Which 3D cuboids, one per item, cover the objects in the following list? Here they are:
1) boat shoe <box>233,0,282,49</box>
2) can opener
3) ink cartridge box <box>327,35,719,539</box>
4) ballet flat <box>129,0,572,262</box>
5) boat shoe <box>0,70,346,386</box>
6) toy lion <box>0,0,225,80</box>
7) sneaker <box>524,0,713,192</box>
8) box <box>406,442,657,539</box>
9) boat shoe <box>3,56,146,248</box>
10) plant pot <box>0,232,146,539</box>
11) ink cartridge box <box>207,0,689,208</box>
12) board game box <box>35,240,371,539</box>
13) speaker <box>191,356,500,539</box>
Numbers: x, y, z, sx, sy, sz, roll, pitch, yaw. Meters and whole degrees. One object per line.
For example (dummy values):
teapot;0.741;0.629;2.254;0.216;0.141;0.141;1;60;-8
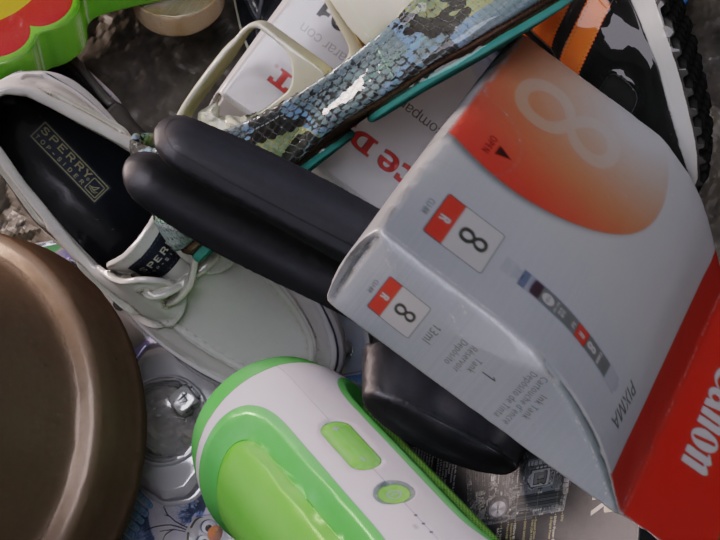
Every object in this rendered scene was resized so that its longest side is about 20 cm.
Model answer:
boat shoe;-0.033;-0.154;0.944;0.074;0.062;0.201;-21;74;1
can opener;0.000;0.000;0.760;0.063;0.200;0.079;-39;25;36
ink cartridge box;0.104;0.015;0.739;0.200;0.050;0.162;34;40;2
ballet flat;-0.011;-0.081;0.778;0.200;0.074;0.074;-34;70;13
boat shoe;-0.087;-0.013;0.854;0.072;0.066;0.200;-43;94;5
toy lion;-0.171;-0.168;0.933;0.191;0.069;0.201;-14;57;-7
sneaker;0.082;-0.117;0.819;0.090;0.070;0.201;-19;101;18
box;0.060;0.147;0.788;0.160;0.043;0.201;-18;54;42
boat shoe;-0.150;-0.070;0.926;0.067;0.057;0.200;-40;62;-11
plant pot;-0.220;0.063;0.833;0.200;0.175;0.201;-7;74;26
ink cartridge box;0.046;-0.108;0.880;0.146;0.086;0.200;37;80;-5
board game box;-0.091;0.069;0.908;0.199;0.026;0.201;-10;73;7
speaker;0.004;0.110;0.770;0.088;0.088;0.200;-42;37;-4
